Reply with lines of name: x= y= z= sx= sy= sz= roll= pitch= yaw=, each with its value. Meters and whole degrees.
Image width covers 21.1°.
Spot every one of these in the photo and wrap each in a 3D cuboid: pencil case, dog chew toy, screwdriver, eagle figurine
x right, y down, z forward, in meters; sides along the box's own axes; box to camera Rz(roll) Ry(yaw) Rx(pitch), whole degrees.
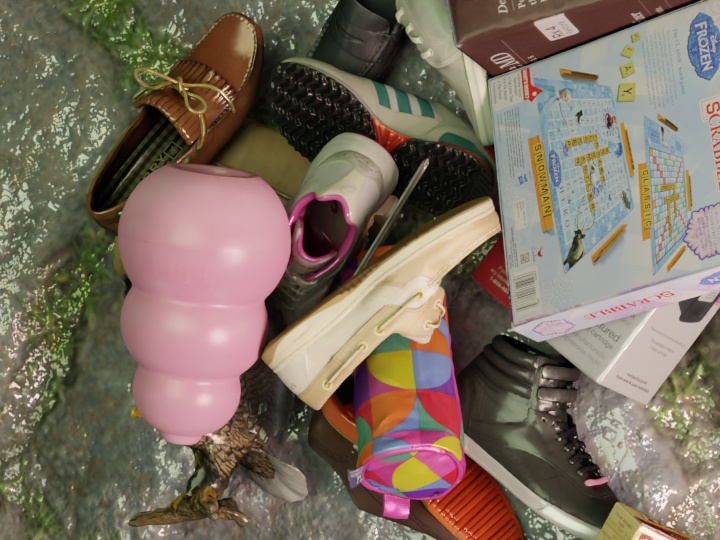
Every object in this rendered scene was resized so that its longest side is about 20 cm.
pencil case: x=0.030 y=0.078 z=1.445 sx=0.088 sy=0.088 sz=0.200 roll=-16 pitch=52 yaw=19
dog chew toy: x=-0.118 y=0.026 z=1.393 sx=0.125 sy=0.125 sz=0.200 roll=11 pitch=99 yaw=22
screwdriver: x=0.000 y=0.000 z=1.438 sx=0.028 sy=0.029 sz=0.200 roll=32 pitch=103 yaw=2
eagle figurine: x=-0.122 y=0.097 z=1.505 sx=0.152 sy=0.151 sz=0.200 roll=-1 pitch=78 yaw=12

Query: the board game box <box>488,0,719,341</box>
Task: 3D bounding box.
board game box: x=0.190 y=-0.071 z=1.351 sx=0.199 sy=0.041 sz=0.200 roll=-17 pitch=64 yaw=31

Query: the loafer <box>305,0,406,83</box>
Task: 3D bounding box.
loafer: x=0.005 y=-0.199 z=1.524 sx=0.068 sy=0.070 sz=0.201 roll=44 pitch=100 yaw=26

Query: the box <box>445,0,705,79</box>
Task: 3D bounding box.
box: x=0.171 y=-0.244 z=1.412 sx=0.200 sy=0.166 sz=0.164 roll=-15 pitch=77 yaw=19

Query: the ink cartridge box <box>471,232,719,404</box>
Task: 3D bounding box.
ink cartridge box: x=0.201 y=-0.028 z=1.411 sx=0.146 sy=0.083 sz=0.200 roll=41 pitch=100 yaw=36

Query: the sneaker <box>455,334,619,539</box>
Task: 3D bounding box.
sneaker: x=0.148 y=0.122 z=1.438 sx=0.200 sy=0.071 sz=0.099 roll=37 pitch=103 yaw=24

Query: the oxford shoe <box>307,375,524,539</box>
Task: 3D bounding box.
oxford shoe: x=0.042 y=0.168 z=1.489 sx=0.200 sy=0.071 sz=0.073 roll=43 pitch=129 yaw=16

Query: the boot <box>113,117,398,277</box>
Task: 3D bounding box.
boot: x=-0.084 y=-0.039 z=1.548 sx=0.200 sy=0.066 sz=0.175 roll=25 pitch=94 yaw=20

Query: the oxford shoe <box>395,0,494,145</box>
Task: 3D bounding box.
oxford shoe: x=0.059 y=-0.187 z=1.456 sx=0.058 sy=0.075 sz=0.200 roll=-20 pitch=94 yaw=9

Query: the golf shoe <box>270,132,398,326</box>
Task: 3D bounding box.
golf shoe: x=-0.047 y=-0.014 z=1.457 sx=0.075 sy=0.092 sz=0.200 roll=31 pitch=124 yaw=-1

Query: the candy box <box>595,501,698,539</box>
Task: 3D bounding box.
candy box: x=0.191 y=0.281 z=1.386 sx=0.115 sy=0.055 sz=0.200 roll=26 pitch=95 yaw=-17

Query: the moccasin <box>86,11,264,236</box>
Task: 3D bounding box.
moccasin: x=-0.147 y=-0.118 z=1.517 sx=0.074 sy=0.078 sz=0.201 roll=40 pitch=87 yaw=22

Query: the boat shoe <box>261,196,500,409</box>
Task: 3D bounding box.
boat shoe: x=0.026 y=0.025 z=1.389 sx=0.200 sy=0.074 sz=0.069 roll=-37 pitch=93 yaw=6

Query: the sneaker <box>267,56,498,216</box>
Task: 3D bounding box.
sneaker: x=0.024 y=-0.107 z=1.497 sx=0.200 sy=0.093 sz=0.070 roll=28 pitch=114 yaw=14
